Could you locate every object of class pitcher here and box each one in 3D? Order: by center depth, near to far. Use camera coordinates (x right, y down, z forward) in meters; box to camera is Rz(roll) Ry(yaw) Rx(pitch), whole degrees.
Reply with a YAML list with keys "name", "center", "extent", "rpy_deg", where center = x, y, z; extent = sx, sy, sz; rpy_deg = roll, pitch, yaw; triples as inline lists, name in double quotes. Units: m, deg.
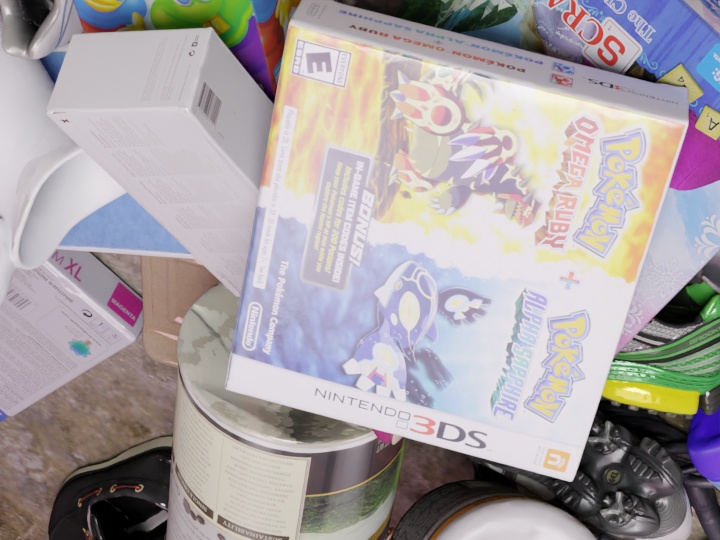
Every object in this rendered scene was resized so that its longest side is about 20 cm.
- name: "pitcher"
  center: [-0.244, -0.075, 0.888]
  extent: [0.200, 0.172, 0.121]
  rpy_deg: [36, 161, 12]

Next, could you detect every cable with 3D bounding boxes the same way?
- name: "cable"
  center: [0.168, 0.154, 1.025]
  extent: [0.199, 0.051, 0.163]
  rpy_deg: [28, 137, -2]

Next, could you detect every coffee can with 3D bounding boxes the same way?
- name: "coffee can"
  center: [-0.047, 0.120, 0.962]
  extent: [0.145, 0.147, 0.201]
  rpy_deg: [17, 132, 9]

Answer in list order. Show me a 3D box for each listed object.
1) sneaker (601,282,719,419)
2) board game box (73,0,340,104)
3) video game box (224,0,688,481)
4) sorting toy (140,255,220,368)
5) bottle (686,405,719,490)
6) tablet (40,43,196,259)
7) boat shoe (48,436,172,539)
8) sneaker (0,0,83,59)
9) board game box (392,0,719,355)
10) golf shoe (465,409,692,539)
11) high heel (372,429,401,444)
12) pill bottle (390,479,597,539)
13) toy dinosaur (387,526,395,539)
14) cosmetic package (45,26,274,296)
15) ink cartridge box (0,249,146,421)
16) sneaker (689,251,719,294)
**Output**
- name: "sneaker"
  center: [0.121, 0.024, 0.903]
  extent: [0.198, 0.078, 0.086]
  rpy_deg: [6, 118, -4]
- name: "board game box"
  center: [-0.089, -0.190, 0.769]
  extent: [0.104, 0.103, 0.201]
  rpy_deg: [5, 134, 20]
- name: "video game box"
  center: [0.039, -0.010, 0.731]
  extent: [0.181, 0.047, 0.201]
  rpy_deg: [13, 120, 2]
- name: "sorting toy"
  center: [-0.053, -0.002, 0.991]
  extent: [0.184, 0.037, 0.201]
  rpy_deg: [16, 131, 10]
- name: "bottle"
  center: [0.290, 0.144, 0.946]
  extent: [0.200, 0.065, 0.083]
  rpy_deg: [42, 134, -17]
- name: "tablet"
  center: [-0.127, -0.071, 0.930]
  extent: [0.199, 0.014, 0.131]
  rpy_deg: [4, 109, 26]
- name: "boat shoe"
  center: [-0.194, 0.192, 1.221]
  extent: [0.074, 0.063, 0.201]
  rpy_deg: [40, 137, -19]
- name: "sneaker"
  center: [-0.170, -0.200, 0.811]
  extent: [0.074, 0.087, 0.201]
  rpy_deg: [8, 133, 20]
- name: "board game box"
  center: [0.102, -0.076, 0.762]
  extent: [0.200, 0.041, 0.200]
  rpy_deg: [45, 135, 9]
- name: "golf shoe"
  center: [0.119, 0.109, 0.951]
  extent: [0.200, 0.078, 0.094]
  rpy_deg: [39, 178, 40]
- name: "high heel"
  center: [0.000, 0.000, 0.812]
  extent: [0.095, 0.067, 0.201]
  rpy_deg: [20, 131, 19]
- name: "pill bottle"
  center: [0.075, 0.186, 0.932]
  extent: [0.116, 0.117, 0.200]
  rpy_deg: [29, 175, -4]
- name: "toy dinosaur"
  center: [0.097, 0.241, 1.134]
  extent: [0.200, 0.102, 0.136]
  rpy_deg: [45, 121, 5]
- name: "cosmetic package"
  center: [-0.069, -0.049, 0.799]
  extent: [0.082, 0.051, 0.200]
  rpy_deg: [0, 154, 25]
- name: "ink cartridge box"
  center: [-0.252, 0.036, 1.111]
  extent: [0.119, 0.042, 0.200]
  rpy_deg: [43, 132, -19]
- name: "sneaker"
  center: [0.166, -0.018, 0.842]
  extent: [0.200, 0.075, 0.106]
  rpy_deg: [39, 134, 0]
